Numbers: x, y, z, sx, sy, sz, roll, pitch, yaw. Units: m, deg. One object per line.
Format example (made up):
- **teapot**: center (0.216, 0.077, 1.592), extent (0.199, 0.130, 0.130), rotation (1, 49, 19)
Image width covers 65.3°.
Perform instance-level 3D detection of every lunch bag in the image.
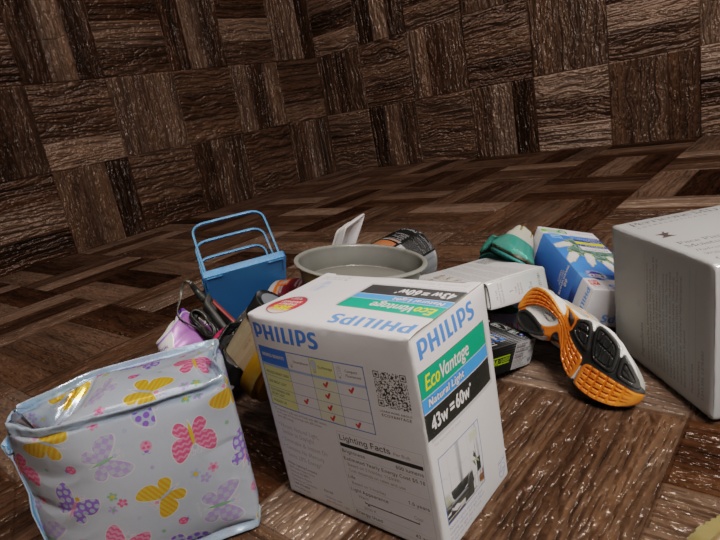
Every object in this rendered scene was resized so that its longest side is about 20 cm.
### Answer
- **lunch bag**: center (-0.212, 0.178, 0.541), extent (0.197, 0.172, 0.127), rotation (-16, 18, -16)

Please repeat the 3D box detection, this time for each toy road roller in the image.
- **toy road roller**: center (-0.082, 0.118, 0.752), extent (0.146, 0.124, 0.199), rotation (42, 17, 21)

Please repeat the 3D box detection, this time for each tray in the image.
- **tray**: center (-0.045, -0.004, 1.023), extent (0.022, 0.202, 0.107), rotation (24, 24, 11)

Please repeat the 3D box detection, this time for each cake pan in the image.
- **cake pan**: center (0.000, 0.000, 0.832), extent (0.197, 0.037, 0.201), rotation (1, 16, 0)

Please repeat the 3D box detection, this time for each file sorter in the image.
- **file sorter**: center (-0.216, 0.010, 1.003), extent (0.137, 0.201, 0.124), rotation (-17, 57, -19)

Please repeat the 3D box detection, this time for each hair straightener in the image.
- **hair straightener**: center (-0.213, 0.092, 0.855), extent (0.077, 0.200, 0.041), rotation (-34, -14, -50)

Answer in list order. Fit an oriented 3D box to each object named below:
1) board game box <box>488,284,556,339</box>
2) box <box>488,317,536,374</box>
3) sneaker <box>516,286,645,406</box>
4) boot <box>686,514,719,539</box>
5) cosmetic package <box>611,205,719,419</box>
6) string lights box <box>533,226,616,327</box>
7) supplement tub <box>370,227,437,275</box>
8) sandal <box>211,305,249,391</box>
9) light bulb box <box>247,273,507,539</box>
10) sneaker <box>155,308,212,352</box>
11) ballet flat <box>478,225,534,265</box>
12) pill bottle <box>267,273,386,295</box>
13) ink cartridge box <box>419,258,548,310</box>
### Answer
- **board game box**: center (0.240, 0.049, 0.911), extent (0.197, 0.042, 0.200), rotation (-1, 19, 31)
- **box**: center (0.097, 0.085, 0.738), extent (0.198, 0.048, 0.192), rotation (-4, 20, -43)
- **sneaker**: center (0.282, 0.089, 0.685), extent (0.091, 0.076, 0.201), rotation (15, 24, -28)
- **boot**: center (0.325, 0.199, 0.319), extent (0.173, 0.067, 0.200), rotation (-28, 19, -12)
- **cosmetic package**: center (0.408, 0.033, 0.630), extent (0.162, 0.168, 0.200), rotation (-10, 16, -2)
- **string lights box**: center (0.338, 0.007, 0.839), extent (0.101, 0.060, 0.201), rotation (6, 28, -10)
- **supplement tub**: center (0.047, 0.004, 1.045), extent (0.121, 0.124, 0.199), rotation (3, 21, 39)
- **sandal**: center (-0.182, 0.108, 0.813), extent (0.075, 0.045, 0.201), rotation (33, 63, 7)
- **light bulb box**: center (0.018, 0.119, 0.536), extent (0.196, 0.203, 0.124), rotation (3, 21, 40)
- **sneaker**: center (-0.235, 0.097, 0.910), extent (0.072, 0.115, 0.200), rotation (-36, -4, 39)
- **ballet flat**: center (0.248, -0.042, 0.933), extent (0.071, 0.067, 0.200), rotation (-56, 3, -2)
- **pill bottle**: center (-0.046, 0.064, 0.914), extent (0.197, 0.116, 0.114), rotation (-6, 17, 18)
- **ink cartridge box**: center (0.156, 0.026, 0.843), extent (0.171, 0.044, 0.200), rotation (-16, 7, -8)
